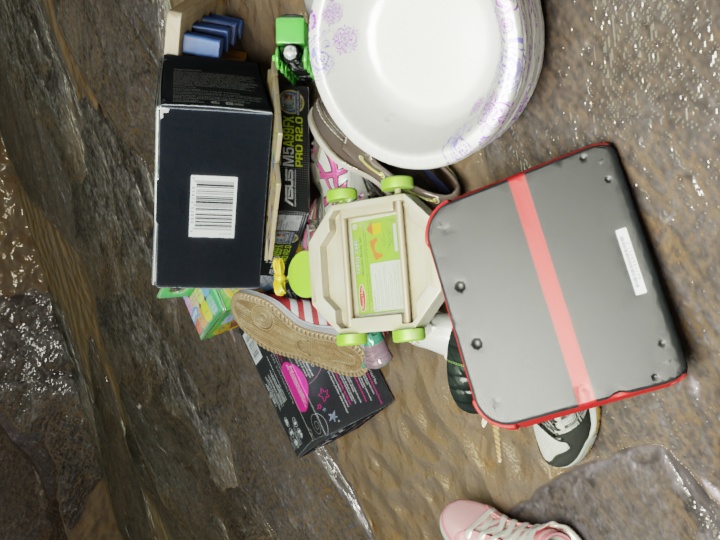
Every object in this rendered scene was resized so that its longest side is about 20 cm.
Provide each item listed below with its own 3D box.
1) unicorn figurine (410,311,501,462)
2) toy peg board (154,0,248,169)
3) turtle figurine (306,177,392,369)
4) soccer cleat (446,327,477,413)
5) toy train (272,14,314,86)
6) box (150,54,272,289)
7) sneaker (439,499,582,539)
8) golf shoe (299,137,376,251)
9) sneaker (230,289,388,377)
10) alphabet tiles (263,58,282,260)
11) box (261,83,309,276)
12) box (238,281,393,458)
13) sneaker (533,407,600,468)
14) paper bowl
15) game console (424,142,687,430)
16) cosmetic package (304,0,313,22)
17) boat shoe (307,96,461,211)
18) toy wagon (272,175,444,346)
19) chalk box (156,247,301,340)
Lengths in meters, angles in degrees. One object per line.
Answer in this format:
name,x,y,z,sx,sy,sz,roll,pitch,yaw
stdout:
unicorn figurine,0.102,0.070,0.894,0.199,0.073,0.139,35,129,28
toy peg board,-0.185,-0.238,1.132,0.201,0.096,0.203,-82,4,-65
turtle figurine,0.000,0.000,0.964,0.202,0.148,0.101,61,-170,-14
soccer cleat,0.125,0.042,0.795,0.081,0.066,0.204,-92,18,-76
toy train,-0.065,-0.236,0.950,0.200,0.041,0.058,-73,-17,-83
box,-0.170,-0.114,0.983,0.197,0.121,0.204,-114,28,-60
sneaker,0.169,0.288,0.933,0.199,0.075,0.106,33,139,35
golf shoe,-0.014,-0.102,1.023,0.090,0.073,0.203,17,122,14
sneaker,-0.056,0.055,1.090,0.197,0.113,0.072,21,128,18
alphabet tiles,-0.096,-0.117,0.941,0.202,0.006,0.168,-100,15,-45
box,-0.096,-0.102,1.067,0.200,0.043,0.164,120,150,-67
box,-0.063,0.124,1.178,0.203,0.113,0.132,63,151,13
sneaker,0.173,0.107,0.808,0.075,0.087,0.203,32,135,43
paper bowl,0.061,-0.197,0.753,0.197,0.104,0.205,12,115,27
game console,0.154,0.016,0.725,0.174,0.031,0.204,-19,81,15
cosmetic package,0.000,-0.276,0.866,0.106,0.089,0.204,14,122,56
boat shoe,0.025,-0.122,0.907,0.200,0.071,0.060,44,150,16
toy wagon,-0.003,-0.005,0.878,0.197,0.039,0.159,-7,84,35
chalk box,-0.182,0.007,1.215,0.126,0.197,0.124,63,149,9
